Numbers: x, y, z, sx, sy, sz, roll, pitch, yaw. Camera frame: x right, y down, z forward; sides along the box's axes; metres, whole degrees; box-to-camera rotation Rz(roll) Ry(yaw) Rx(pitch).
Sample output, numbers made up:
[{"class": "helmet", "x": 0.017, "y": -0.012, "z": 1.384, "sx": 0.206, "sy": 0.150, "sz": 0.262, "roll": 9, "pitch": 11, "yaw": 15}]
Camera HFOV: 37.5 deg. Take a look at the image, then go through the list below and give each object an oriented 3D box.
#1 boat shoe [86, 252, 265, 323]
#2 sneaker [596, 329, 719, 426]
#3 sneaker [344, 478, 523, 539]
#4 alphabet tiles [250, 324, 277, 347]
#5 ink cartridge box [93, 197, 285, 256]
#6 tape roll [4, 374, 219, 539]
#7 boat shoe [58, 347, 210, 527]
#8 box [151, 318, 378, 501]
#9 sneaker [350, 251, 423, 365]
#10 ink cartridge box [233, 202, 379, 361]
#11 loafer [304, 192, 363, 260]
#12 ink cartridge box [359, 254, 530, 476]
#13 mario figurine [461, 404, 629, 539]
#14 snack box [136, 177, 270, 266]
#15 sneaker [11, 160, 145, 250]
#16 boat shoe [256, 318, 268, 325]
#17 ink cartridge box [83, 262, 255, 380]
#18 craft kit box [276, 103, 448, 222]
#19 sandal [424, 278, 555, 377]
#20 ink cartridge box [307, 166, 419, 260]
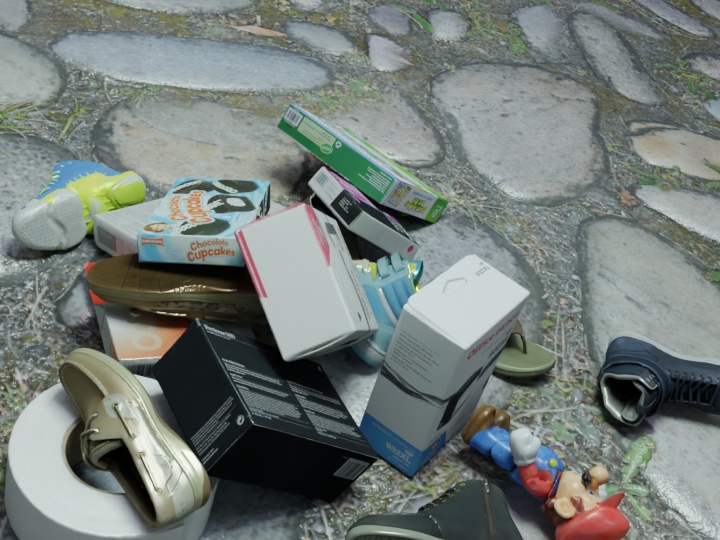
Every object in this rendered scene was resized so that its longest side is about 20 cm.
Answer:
[{"class": "boat shoe", "x": -0.198, "y": 0.027, "z": 1.160, "sx": 0.199, "sy": 0.063, "sz": 0.073, "roll": 6, "pitch": 37, "yaw": -5}, {"class": "sneaker", "x": 0.392, "y": 0.154, "z": 1.317, "sx": 0.201, "sy": 0.077, "sz": 0.146, "roll": 19, "pitch": 25, "yaw": 16}, {"class": "sneaker", "x": 0.070, "y": 0.261, "z": 1.075, "sx": 0.199, "sy": 0.075, "sz": 0.106, "roll": 14, "pitch": 32, "yaw": -21}, {"class": "alphabet tiles", "x": -0.176, "y": 0.065, "z": 1.249, "sx": 0.195, "sy": 0.015, "sz": 0.200, "roll": 29, "pitch": 39, "yaw": 12}, {"class": "ink cartridge box", "x": -0.202, "y": -0.050, "z": 1.303, "sx": 0.199, "sy": 0.050, "sz": 0.161, "roll": -17, "pitch": 29, "yaw": -37}, {"class": "tape roll", "x": -0.236, "y": 0.194, "z": 1.018, "sx": 0.201, "sy": 0.071, "sz": 0.203, "roll": 12, "pitch": 37, "yaw": -9}, {"class": "boat shoe", "x": -0.221, "y": 0.150, "z": 0.967, "sx": 0.065, "sy": 0.072, "sz": 0.200, "roll": -24, "pitch": 60, "yaw": -43}, {"class": "box", "x": -0.093, "y": 0.144, "z": 1.063, "sx": 0.200, "sy": 0.079, "sz": 0.141, "roll": 27, "pitch": 24, "yaw": -49}, {"class": "sneaker", "x": 0.000, "y": 0.000, "z": 1.275, "sx": 0.200, "sy": 0.130, "sz": 0.080, "roll": 50, "pitch": 9, "yaw": 6}, {"class": "ink cartridge box", "x": -0.052, "y": 0.016, "z": 1.144, "sx": 0.084, "sy": 0.200, "sz": 0.146, "roll": -22, "pitch": 85, "yaw": 5}, {"class": "loafer", "x": -0.038, "y": -0.030, "z": 1.379, "sx": 0.075, "sy": 0.070, "sz": 0.200, "roll": -5, "pitch": 43, "yaw": -28}, {"class": "ink cartridge box", "x": 0.089, "y": 0.103, "z": 1.161, "sx": 0.084, "sy": 0.201, "sz": 0.145, "roll": 34, "pitch": 40, "yaw": 20}, {"class": "mario figurine", "x": 0.215, "y": 0.214, "z": 1.159, "sx": 0.200, "sy": 0.106, "sz": 0.123, "roll": 39, "pitch": 40, "yaw": 27}, {"class": "snack box", "x": -0.174, "y": -0.059, "z": 1.214, "sx": 0.115, "sy": 0.037, "sz": 0.200, "roll": 2, "pitch": 23, "yaw": 3}, {"class": "sneaker", "x": -0.368, "y": -0.085, "z": 1.319, "sx": 0.105, "sy": 0.076, "sz": 0.200, "roll": 25, "pitch": 29, "yaw": 28}, {"class": "boat shoe", "x": -0.113, "y": -0.003, "z": 1.293, "sx": 0.056, "sy": 0.069, "sz": 0.200, "roll": 22, "pitch": 28, "yaw": -28}, {"class": "ink cartridge box", "x": -0.217, "y": 0.042, "z": 1.208, "sx": 0.161, "sy": 0.050, "sz": 0.200, "roll": -2, "pitch": 45, "yaw": -26}, {"class": "craft kit box", "x": 0.006, "y": -0.149, "z": 1.495, "sx": 0.200, "sy": 0.049, "sz": 0.197, "roll": 38, "pitch": 14, "yaw": 24}, {"class": "sandal", "x": 0.160, "y": 0.067, "z": 1.354, "sx": 0.201, "sy": 0.058, "sz": 0.080, "roll": 38, "pitch": 41, "yaw": 23}, {"class": "ink cartridge box", "x": 0.016, "y": -0.064, "z": 1.390, "sx": 0.095, "sy": 0.037, "sz": 0.200, "roll": 49, "pitch": 9, "yaw": 32}]
